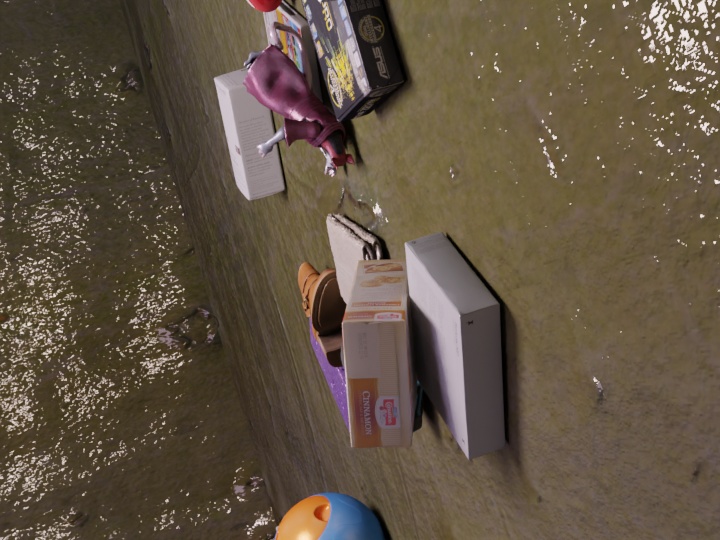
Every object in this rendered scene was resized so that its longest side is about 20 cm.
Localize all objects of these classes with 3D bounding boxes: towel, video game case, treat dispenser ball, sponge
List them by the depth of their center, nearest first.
[{"bbox_3d":[0.000,0.000,1.676,0.200,0.034,0.134,-139,37,-67],"label":"towel"},{"bbox_3d":[-0.099,-0.311,1.733,0.200,0.017,0.144,-127,25,-56],"label":"video game case"},{"bbox_3d":[-0.039,0.166,2.020,0.112,0.030,0.201,91,157,-51],"label":"sponge"},{"bbox_3d":[-0.053,0.487,2.088,0.201,0.199,0.203,163,90,-76],"label":"treat dispenser ball"}]

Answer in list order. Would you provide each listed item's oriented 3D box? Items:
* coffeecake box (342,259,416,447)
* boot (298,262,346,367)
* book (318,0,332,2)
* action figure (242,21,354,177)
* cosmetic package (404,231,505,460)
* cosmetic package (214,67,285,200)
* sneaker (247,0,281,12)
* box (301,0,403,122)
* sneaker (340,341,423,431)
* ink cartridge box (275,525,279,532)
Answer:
[{"bbox_3d":[0.027,0.092,1.413,0.200,0.072,0.155,-77,-16,-70],"label":"coffeecake box"},{"bbox_3d":[-0.061,0.036,1.880,0.201,0.073,0.155,91,162,-44],"label":"boot"},{"bbox_3d":[-0.030,-0.391,1.231,0.135,0.048,0.200,64,150,17],"label":"book"},{"bbox_3d":[-0.065,-0.211,1.608,0.200,0.133,0.150,45,115,25],"label":"action figure"},{"bbox_3d":[0.104,0.082,1.325,0.151,0.051,0.202,-120,19,-52],"label":"cosmetic package"},{"bbox_3d":[-0.189,-0.234,2.062,0.102,0.073,0.202,-135,30,-61],"label":"cosmetic package"},{"bbox_3d":[-0.126,-0.423,1.591,0.116,0.077,0.202,-123,20,-52],"label":"sneaker"},{"bbox_3d":[-0.017,-0.286,1.380,0.161,0.049,0.202,161,93,-73],"label":"box"},{"bbox_3d":[0.037,0.133,1.644,0.200,0.072,0.083,49,136,48],"label":"sneaker"},{"bbox_3d":[-0.122,0.691,2.825,0.200,0.087,0.147,-140,36,-69],"label":"ink cartridge box"}]
